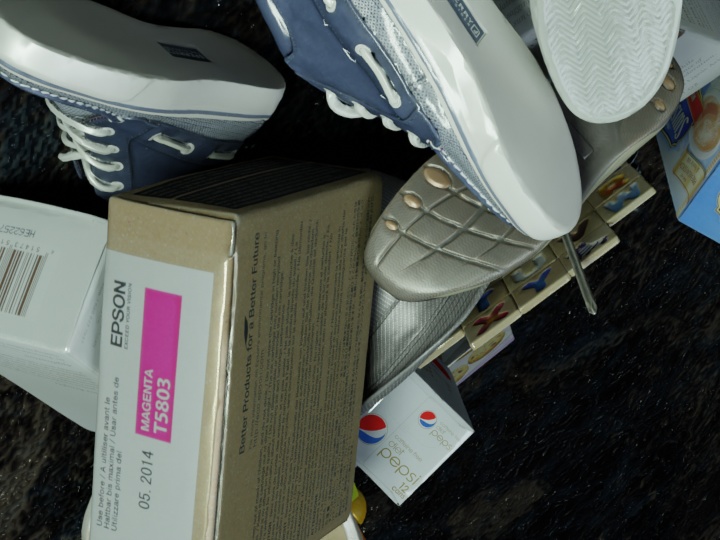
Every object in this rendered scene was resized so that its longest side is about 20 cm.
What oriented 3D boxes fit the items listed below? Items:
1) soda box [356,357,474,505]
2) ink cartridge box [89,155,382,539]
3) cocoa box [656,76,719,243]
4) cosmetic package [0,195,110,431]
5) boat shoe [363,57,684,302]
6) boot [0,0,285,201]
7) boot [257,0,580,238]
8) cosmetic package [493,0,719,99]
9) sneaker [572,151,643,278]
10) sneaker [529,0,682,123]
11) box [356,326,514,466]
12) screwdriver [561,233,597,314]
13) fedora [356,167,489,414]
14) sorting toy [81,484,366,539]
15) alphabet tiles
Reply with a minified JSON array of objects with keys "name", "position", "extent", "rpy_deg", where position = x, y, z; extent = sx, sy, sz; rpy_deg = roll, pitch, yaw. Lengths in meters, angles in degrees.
[{"name":"soda box","position":[0.023,0.085,1.102],"extent":[0.068,0.064,0.200],"rpy_deg":[-45,-174,4]},{"name":"ink cartridge box","position":[-0.061,0.051,0.854],"extent":[0.165,0.075,0.201],"rpy_deg":[-20,119,-63]},{"name":"cocoa box","position":[0.285,-0.095,1.111],"extent":[0.131,0.133,0.200],"rpy_deg":[-57,-168,26]},{"name":"cosmetic package","position":[-0.138,0.035,0.891],"extent":[0.074,0.101,0.200],"rpy_deg":[-71,156,-15]},{"name":"boat shoe","position":[0.089,-0.046,0.900],"extent":[0.200,0.075,0.073],"rpy_deg":[-36,170,-10]},{"name":"boot","position":[-0.119,-0.072,0.811],"extent":[0.200,0.073,0.090],"rpy_deg":[5,126,-56]},{"name":"boot","position":[0.027,-0.095,0.833],"extent":[0.090,0.200,0.073],"rpy_deg":[-21,-164,37]},{"name":"cosmetic package","position":[0.128,-0.142,0.975],"extent":[0.102,0.074,0.200],"rpy_deg":[-35,158,32]},{"name":"sneaker","position":[0.171,-0.079,1.133],"extent":[0.078,0.090,0.200],"rpy_deg":[-7,135,-46]},{"name":"sneaker","position":[0.104,-0.181,0.826],"extent":[0.073,0.116,0.200],"rpy_deg":[-12,113,-1]},{"name":"box","position":[0.024,0.091,1.237],"extent":[0.200,0.039,0.041],"rpy_deg":[-38,149,-7]},{"name":"screwdriver","position":[0.112,-0.029,0.942],"extent":[0.028,0.200,0.029],"rpy_deg":[-31,125,13]},{"name":"fedora","position":[0.000,0.000,0.989],"extent":[0.200,0.090,0.177],"rpy_deg":[-39,-162,56]},{"name":"sorting toy","position":[-0.080,0.130,1.054],"extent":[0.180,0.199,0.107],"rpy_deg":[78,25,-52]},{"name":"alphabet tiles","position":[0.094,-0.012,1.005],"extent":[0.166,0.006,0.200],"rpy_deg":[-37,-167,7]}]
